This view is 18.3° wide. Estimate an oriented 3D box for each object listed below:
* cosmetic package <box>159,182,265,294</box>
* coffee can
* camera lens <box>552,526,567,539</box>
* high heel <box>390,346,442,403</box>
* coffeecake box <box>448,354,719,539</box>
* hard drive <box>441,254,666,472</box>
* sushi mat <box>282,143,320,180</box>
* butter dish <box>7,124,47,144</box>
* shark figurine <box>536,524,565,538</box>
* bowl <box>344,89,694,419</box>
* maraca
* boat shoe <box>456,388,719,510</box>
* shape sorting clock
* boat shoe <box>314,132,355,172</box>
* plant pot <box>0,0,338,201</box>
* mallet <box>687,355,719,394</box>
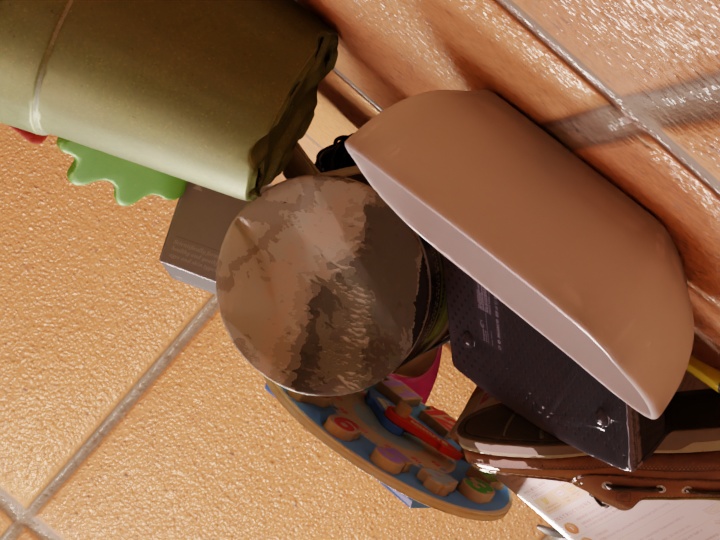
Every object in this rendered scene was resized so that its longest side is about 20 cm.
[{"bbox_3d":[-0.096,-0.022,1.779,0.107,0.090,0.200,19,179,1],"label":"cosmetic package"},{"bbox_3d":[0.000,0.000,1.535,0.146,0.146,0.200,40,-165,8],"label":"coffee can"},{"bbox_3d":[0.281,0.239,1.964,0.200,0.160,0.160,39,177,29],"label":"camera lens"},{"bbox_3d":[0.040,0.036,1.765,0.067,0.200,0.096,5,-175,-4],"label":"high heel"},{"bbox_3d":[0.186,0.125,1.518,0.200,0.073,0.153,41,140,-9],"label":"coffeecake box"},{"bbox_3d":[0.118,0.032,1.379,0.200,0.042,0.135,29,132,55],"label":"hard drive"},{"bbox_3d":[-0.012,-0.032,1.739,0.200,0.012,0.096,53,170,25],"label":"sushi mat"},{"bbox_3d":[-0.210,-0.197,1.853,0.148,0.200,0.199,17,174,10],"label":"butter dish"},{"bbox_3d":[0.205,0.113,1.621,0.128,0.215,0.090,10,-147,13],"label":"shark figurine"},{"bbox_3d":[0.099,-0.016,1.196,0.200,0.075,0.200,40,176,20],"label":"bowl"},{"bbox_3d":[-0.132,-0.119,1.618,0.137,0.200,0.107,27,-147,-35],"label":"maraca"},{"bbox_3d":[0.161,0.121,1.414,0.072,0.200,0.068,-62,-34,-59],"label":"boat shoe"},{"bbox_3d":[0.020,0.109,1.547,0.200,0.039,0.200,32,-171,-6],"label":"shape sorting clock"},{"bbox_3d":[0.004,-0.080,1.762,0.057,0.069,0.200,69,168,-19],"label":"boat shoe"},{"bbox_3d":[-0.122,-0.140,1.417,0.190,0.200,0.200,27,176,6],"label":"plant pot"},{"bbox_3d":[0.220,0.070,1.375,0.200,0.041,0.066,35,174,27],"label":"mallet"}]
